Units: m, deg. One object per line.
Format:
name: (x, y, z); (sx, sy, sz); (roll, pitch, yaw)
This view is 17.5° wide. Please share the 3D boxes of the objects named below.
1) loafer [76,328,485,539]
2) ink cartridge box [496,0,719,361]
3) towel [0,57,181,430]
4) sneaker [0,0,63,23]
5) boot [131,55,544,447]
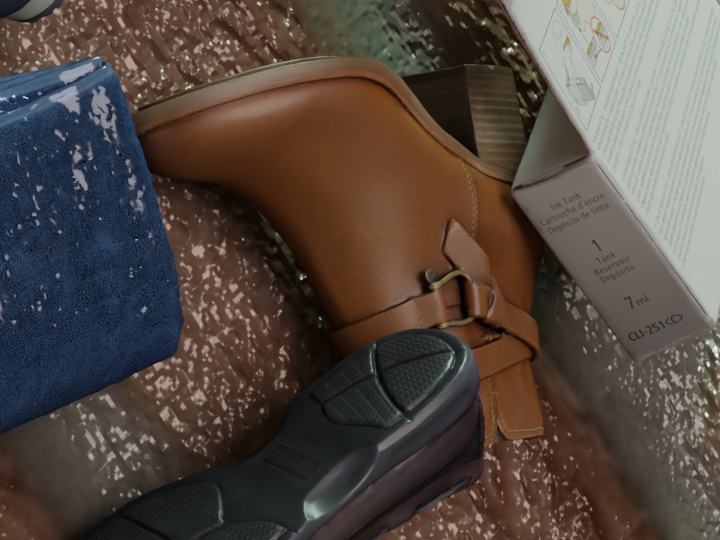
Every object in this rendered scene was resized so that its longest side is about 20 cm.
loafer: (-0.031, 0.098, 0.822); (0.200, 0.072, 0.063); (-35, 125, -22)
ink cartridge box: (0.100, -0.090, 0.972); (0.176, 0.045, 0.200); (53, 32, -20)
towel: (-0.147, 0.004, 0.761); (0.200, 0.048, 0.112); (-21, 95, -43)
sneaker: (-0.148, -0.184, 0.791); (0.082, 0.070, 0.201); (-10, 85, -56)
boot: (0.000, 0.000, 0.889); (0.199, 0.074, 0.156); (-4, 87, -39)
